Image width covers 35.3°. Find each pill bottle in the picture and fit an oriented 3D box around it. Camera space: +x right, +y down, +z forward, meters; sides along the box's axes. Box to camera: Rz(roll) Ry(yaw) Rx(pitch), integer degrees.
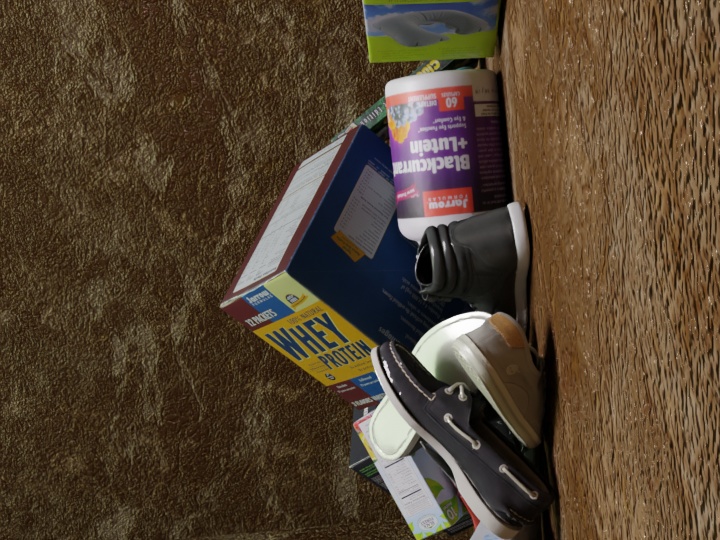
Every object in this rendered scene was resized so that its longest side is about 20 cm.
[{"bbox_3d":[0.087,-0.090,1.107,0.111,0.111,0.201,-61,-35,-86],"label":"pill bottle"}]

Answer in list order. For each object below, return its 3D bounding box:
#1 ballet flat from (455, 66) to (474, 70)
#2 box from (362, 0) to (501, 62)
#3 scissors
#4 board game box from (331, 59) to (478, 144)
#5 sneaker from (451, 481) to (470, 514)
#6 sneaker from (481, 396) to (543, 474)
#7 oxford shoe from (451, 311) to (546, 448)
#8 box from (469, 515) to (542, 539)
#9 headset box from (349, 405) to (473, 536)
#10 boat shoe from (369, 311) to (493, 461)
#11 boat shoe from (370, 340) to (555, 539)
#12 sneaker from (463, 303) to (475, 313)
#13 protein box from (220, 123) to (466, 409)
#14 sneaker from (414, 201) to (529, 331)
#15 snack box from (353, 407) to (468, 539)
[{"bbox_3d":[0.118,-0.146,1.281,0.200,0.069,0.070,81,-176,-62],"label":"ballet flat"},{"bbox_3d":[0.061,-0.245,0.978,0.200,0.121,0.048,75,-167,-74],"label":"box"},{"bbox_3d":[0.095,0.193,1.045,0.200,0.014,0.073,59,-147,-37],"label":"scissors"},{"bbox_3d":[0.052,-0.189,1.261,0.023,0.200,0.105,50,178,10],"label":"board game box"},{"bbox_3d":[0.134,0.174,1.182,0.080,0.086,0.201,-33,82,51],"label":"sneaker"},{"bbox_3d":[0.142,0.152,1.085,0.079,0.075,0.200,45,-160,-35],"label":"sneaker"},{"bbox_3d":[0.129,0.093,0.935,0.075,0.058,0.200,48,176,33],"label":"oxford shoe"},{"bbox_3d":[0.141,0.317,1.034,0.156,0.041,0.201,-27,-66,-70],"label":"box"},{"bbox_3d":[0.080,0.194,1.387,0.200,0.093,0.175,39,-145,-27],"label":"headset box"},{"bbox_3d":[0.081,0.104,1.052,0.200,0.062,0.073,-53,58,35],"label":"boat shoe"},{"bbox_3d":[0.086,0.133,0.968,0.200,0.060,0.074,53,-159,16],"label":"boat shoe"},{"bbox_3d":[0.138,0.067,1.299,0.200,0.075,0.088,-106,13,-46],"label":"sneaker"},{"bbox_3d":[0.000,0.000,1.182,0.135,0.198,0.200,-25,33,52],"label":"protein box"},{"bbox_3d":[0.101,0.011,1.031,0.200,0.099,0.071,78,-175,-57],"label":"sneaker"},{"bbox_3d":[0.087,0.194,1.253,0.143,0.053,0.200,61,-150,4],"label":"snack box"}]
